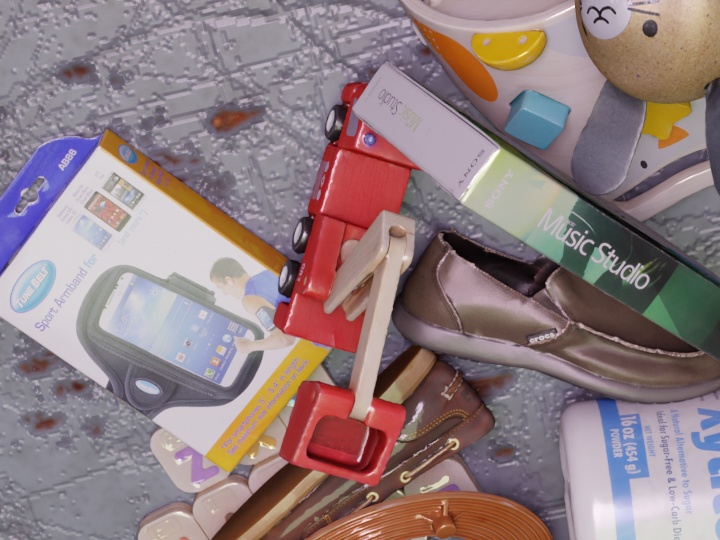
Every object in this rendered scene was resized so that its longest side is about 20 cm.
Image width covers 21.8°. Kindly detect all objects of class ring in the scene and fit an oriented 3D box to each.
[{"bbox_3d":[0.025,0.205,1.115,0.200,0.019,0.201,-11,135,-11],"label":"ring"}]

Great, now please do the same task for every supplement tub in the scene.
[{"bbox_3d":[0.218,0.130,1.066,0.200,0.132,0.132,-7,113,4],"label":"supplement tub"}]

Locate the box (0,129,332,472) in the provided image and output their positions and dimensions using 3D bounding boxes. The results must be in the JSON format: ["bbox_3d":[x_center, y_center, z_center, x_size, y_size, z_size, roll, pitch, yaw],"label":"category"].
[{"bbox_3d":[-0.118,0.013,1.065,0.200,0.041,0.119,35,107,-14],"label":"box"}]

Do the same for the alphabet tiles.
[{"bbox_3d":[-0.031,0.152,1.142,0.200,0.015,0.196,-28,110,11],"label":"alphabet tiles"}]

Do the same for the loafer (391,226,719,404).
[{"bbox_3d":[0.120,0.022,1.051,0.200,0.073,0.071,10,113,-4],"label":"loafer"}]

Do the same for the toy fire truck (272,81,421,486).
[{"bbox_3d":[0.000,0.000,0.981,0.049,0.141,0.200,16,93,-17],"label":"toy fire truck"}]

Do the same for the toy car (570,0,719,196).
[{"bbox_3d":[0.125,-0.128,0.837,0.158,0.164,0.200,-13,105,-37],"label":"toy car"}]

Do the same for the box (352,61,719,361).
[{"bbox_3d":[0.103,-0.026,0.931,0.200,0.144,0.036,28,99,-29],"label":"box"}]

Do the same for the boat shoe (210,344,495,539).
[{"bbox_3d":[-0.010,0.130,1.086,0.200,0.070,0.070,-42,100,16],"label":"boat shoe"}]

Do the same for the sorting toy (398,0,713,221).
[{"bbox_3d":[0.151,-0.105,0.999,0.200,0.107,0.180,-25,130,11],"label":"sorting toy"}]
